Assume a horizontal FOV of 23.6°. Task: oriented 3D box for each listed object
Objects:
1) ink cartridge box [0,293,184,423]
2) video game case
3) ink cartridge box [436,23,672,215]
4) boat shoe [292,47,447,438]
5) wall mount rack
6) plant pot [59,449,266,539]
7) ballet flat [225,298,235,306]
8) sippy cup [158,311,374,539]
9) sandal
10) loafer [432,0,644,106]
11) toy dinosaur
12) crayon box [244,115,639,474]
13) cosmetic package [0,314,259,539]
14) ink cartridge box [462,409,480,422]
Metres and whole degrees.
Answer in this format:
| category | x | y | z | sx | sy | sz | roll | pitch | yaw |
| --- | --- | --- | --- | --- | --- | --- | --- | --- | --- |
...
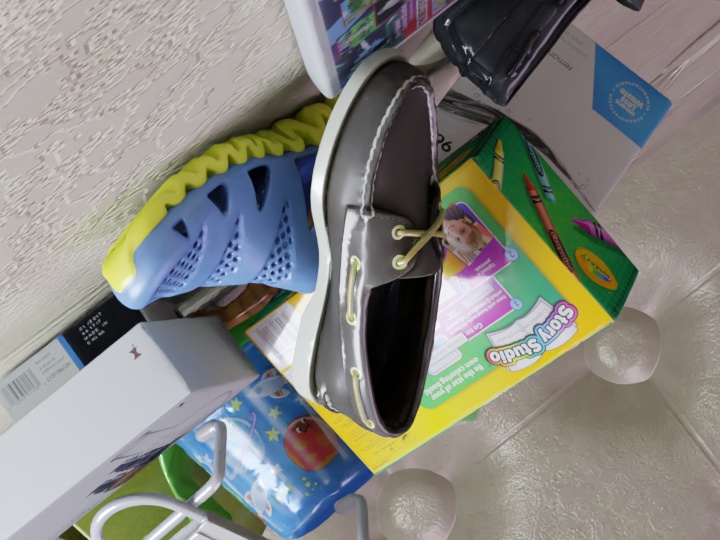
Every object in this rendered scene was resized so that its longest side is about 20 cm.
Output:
| category | x | y | z | sx | sy | sz | roll | pitch | yaw |
| --- | --- | --- | --- | --- | --- | --- | --- | --- | --- |
| ink cartridge box | -0.155 | 0.059 | 1.072 | 0.099 | 0.039 | 0.200 | -38 | 172 | -1 |
| video game case | 0.046 | -0.155 | 0.745 | 0.182 | 0.023 | 0.200 | -38 | 175 | -2 |
| ink cartridge box | 0.083 | -0.052 | 1.042 | 0.200 | 0.116 | 0.068 | -53 | 180 | -18 |
| boat shoe | 0.015 | -0.010 | 0.849 | 0.072 | 0.060 | 0.202 | -26 | 135 | -41 |
| wall mount rack | -0.094 | 0.177 | 1.068 | 0.174 | 0.200 | 0.075 | -40 | -146 | 29 |
| plant pot | -0.129 | 0.143 | 1.293 | 0.200 | 0.187 | 0.187 | -47 | 177 | -17 |
| ballet flat | -0.089 | 0.028 | 1.246 | 0.200 | 0.057 | 0.066 | -32 | -160 | -10 |
| sippy cup | -0.053 | 0.103 | 1.148 | 0.139 | 0.130 | 0.178 | -36 | 169 | -25 |
| sandal | -0.045 | -0.024 | 0.879 | 0.200 | 0.087 | 0.079 | -30 | 172 | -43 |
| loafer | 0.129 | -0.167 | 0.903 | 0.200 | 0.070 | 0.068 | -39 | 174 | 11 |
| toy dinosaur | -0.028 | -0.023 | 1.062 | 0.200 | 0.060 | 0.106 | -50 | 179 | 20 |
| crayon box | 0.043 | 0.019 | 0.983 | 0.200 | 0.119 | 0.058 | -36 | -170 | 35 |
| cosmetic package | -0.162 | 0.105 | 0.972 | 0.200 | 0.052 | 0.151 | -39 | 171 | 9 |
| ink cartridge box | 0.086 | 0.030 | 1.542 | 0.104 | 0.059 | 0.201 | -6 | -114 | 68 |
